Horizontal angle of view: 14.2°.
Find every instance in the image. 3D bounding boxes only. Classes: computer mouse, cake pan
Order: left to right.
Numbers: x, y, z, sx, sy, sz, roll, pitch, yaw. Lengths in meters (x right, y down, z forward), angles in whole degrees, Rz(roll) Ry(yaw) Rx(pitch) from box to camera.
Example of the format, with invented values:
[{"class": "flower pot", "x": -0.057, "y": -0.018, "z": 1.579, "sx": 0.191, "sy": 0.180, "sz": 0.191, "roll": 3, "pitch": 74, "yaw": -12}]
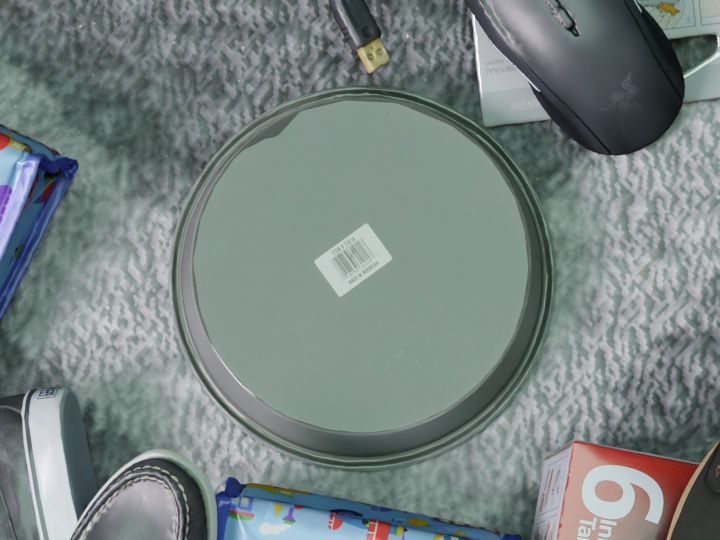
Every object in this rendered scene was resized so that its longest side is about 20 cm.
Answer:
[{"class": "cake pan", "x": 0.000, "y": 0.000, "z": 1.470, "sx": 0.199, "sy": 0.037, "sz": 0.201, "roll": 0, "pitch": 79, "yaw": 2}, {"class": "computer mouse", "x": 0.068, "y": -0.127, "z": 1.458, "sx": 0.140, "sy": 0.046, "sz": 0.200, "roll": -32, "pitch": 101, "yaw": 4}]

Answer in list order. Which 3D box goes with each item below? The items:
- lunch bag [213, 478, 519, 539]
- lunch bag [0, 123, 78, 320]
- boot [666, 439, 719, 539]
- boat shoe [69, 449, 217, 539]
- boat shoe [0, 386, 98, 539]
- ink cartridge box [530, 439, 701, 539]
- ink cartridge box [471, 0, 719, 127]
[{"class": "lunch bag", "x": -0.013, "y": 0.216, "z": 1.406, "sx": 0.150, "sy": 0.094, "sz": 0.201, "roll": 11, "pitch": 91, "yaw": 2}, {"class": "lunch bag", "x": -0.257, "y": 0.003, "z": 1.464, "sx": 0.150, "sy": 0.094, "sz": 0.201, "roll": 24, "pitch": 93, "yaw": 5}, {"class": "boot", "x": 0.171, "y": 0.083, "z": 1.282, "sx": 0.077, "sy": 0.138, "sz": 0.201, "roll": 27, "pitch": 91, "yaw": 26}, {"class": "boat shoe", "x": -0.132, "y": 0.176, "z": 1.349, "sx": 0.074, "sy": 0.060, "sz": 0.200, "roll": 34, "pitch": 101, "yaw": 14}, {"class": "boat shoe", "x": -0.161, "y": 0.160, "z": 1.426, "sx": 0.068, "sy": 0.074, "sz": 0.200, "roll": -11, "pitch": 86, "yaw": 8}, {"class": "ink cartridge box", "x": 0.163, "y": 0.197, "z": 1.392, "sx": 0.175, "sy": 0.084, "sz": 0.201, "roll": 10, "pitch": 79, "yaw": -5}, {"class": "ink cartridge box", "x": 0.148, "y": -0.174, "z": 1.497, "sx": 0.199, "sy": 0.044, "sz": 0.174, "roll": -7, "pitch": 102, "yaw": 0}]
